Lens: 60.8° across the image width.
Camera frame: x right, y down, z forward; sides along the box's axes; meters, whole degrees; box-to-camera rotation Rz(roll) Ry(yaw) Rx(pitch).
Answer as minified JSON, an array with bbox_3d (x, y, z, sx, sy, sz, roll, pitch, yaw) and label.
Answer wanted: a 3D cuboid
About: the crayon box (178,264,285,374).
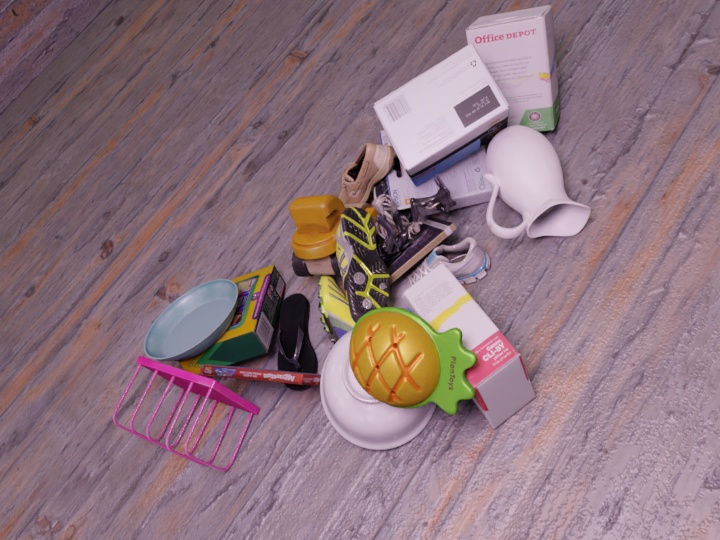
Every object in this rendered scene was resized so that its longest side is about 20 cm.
[{"bbox_3d":[-0.242,0.092,1.165,0.169,0.059,0.202,-19,32,17],"label":"crayon box"}]

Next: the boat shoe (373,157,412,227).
[{"bbox_3d":[0.065,-0.164,1.199,0.063,0.073,0.203,-55,32,39],"label":"boat shoe"}]

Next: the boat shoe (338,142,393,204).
[{"bbox_3d":[-0.006,-0.184,1.199,0.200,0.063,0.073,133,141,-51],"label":"boat shoe"}]

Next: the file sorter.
[{"bbox_3d":[-0.308,0.253,1.073,0.196,0.139,0.128,9,65,32],"label":"file sorter"}]

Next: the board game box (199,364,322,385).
[{"bbox_3d":[-0.160,0.175,1.029,0.195,0.103,0.020,1,81,24],"label":"board game box"}]

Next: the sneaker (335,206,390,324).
[{"bbox_3d":[0.000,0.000,1.005,0.073,0.077,0.205,3,62,-17],"label":"sneaker"}]

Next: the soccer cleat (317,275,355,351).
[{"bbox_3d":[-0.028,0.085,1.100,0.081,0.066,0.203,-13,46,-10],"label":"soccer cleat"}]

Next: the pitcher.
[{"bbox_3d":[0.268,-0.144,1.038,0.167,0.123,0.203,-11,55,-13],"label":"pitcher"}]

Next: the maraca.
[{"bbox_3d":[0.066,0.123,0.836,0.196,0.106,0.141,9,106,33],"label":"maraca"}]

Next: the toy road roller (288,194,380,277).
[{"bbox_3d":[-0.054,-0.088,1.138,0.120,0.149,0.201,0,36,27],"label":"toy road roller"}]

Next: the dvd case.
[{"bbox_3d":[0.071,-0.022,1.087,0.199,0.016,0.149,-41,12,-1],"label":"dvd case"}]

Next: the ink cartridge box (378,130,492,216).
[{"bbox_3d":[0.144,-0.203,1.175,0.194,0.044,0.201,-11,60,7],"label":"ink cartridge box"}]

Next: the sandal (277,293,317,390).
[{"bbox_3d":[-0.125,0.127,1.123,0.074,0.043,0.204,-22,51,12],"label":"sandal"}]

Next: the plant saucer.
[{"bbox_3d":[-0.299,0.096,1.113,0.196,0.036,0.202,-22,33,14],"label":"plant saucer"}]

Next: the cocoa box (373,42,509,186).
[{"bbox_3d":[0.143,-0.264,1.069,0.197,0.131,0.136,-30,80,9],"label":"cocoa box"}]

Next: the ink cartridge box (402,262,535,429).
[{"bbox_3d":[0.160,0.109,0.913,0.083,0.146,0.201,-35,49,0],"label":"ink cartridge box"}]

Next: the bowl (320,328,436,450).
[{"bbox_3d":[0.023,0.165,0.947,0.195,0.091,0.207,-4,67,8],"label":"bowl"}]

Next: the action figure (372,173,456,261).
[{"bbox_3d":[0.063,-0.088,1.064,0.198,0.103,0.119,-37,3,6],"label":"action figure"}]

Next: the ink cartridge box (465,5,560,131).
[{"bbox_3d":[0.285,-0.365,1.134,0.142,0.204,0.088,2,35,30],"label":"ink cartridge box"}]

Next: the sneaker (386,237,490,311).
[{"bbox_3d":[0.121,0.000,1.052,0.197,0.087,0.076,-29,51,9],"label":"sneaker"}]
